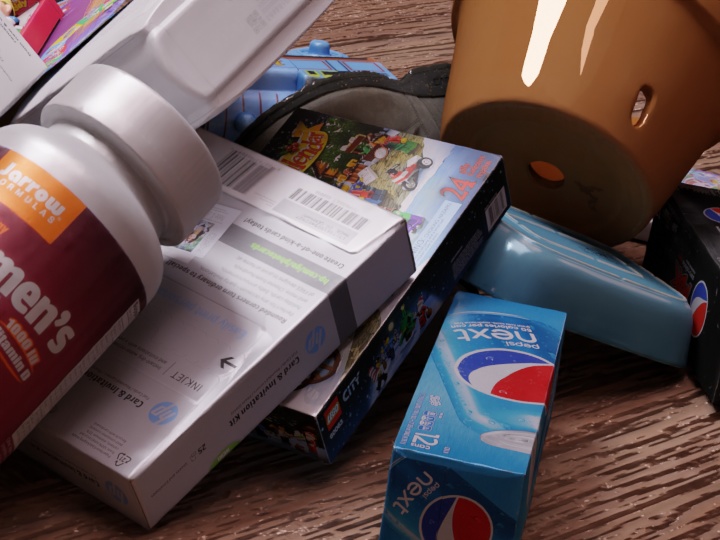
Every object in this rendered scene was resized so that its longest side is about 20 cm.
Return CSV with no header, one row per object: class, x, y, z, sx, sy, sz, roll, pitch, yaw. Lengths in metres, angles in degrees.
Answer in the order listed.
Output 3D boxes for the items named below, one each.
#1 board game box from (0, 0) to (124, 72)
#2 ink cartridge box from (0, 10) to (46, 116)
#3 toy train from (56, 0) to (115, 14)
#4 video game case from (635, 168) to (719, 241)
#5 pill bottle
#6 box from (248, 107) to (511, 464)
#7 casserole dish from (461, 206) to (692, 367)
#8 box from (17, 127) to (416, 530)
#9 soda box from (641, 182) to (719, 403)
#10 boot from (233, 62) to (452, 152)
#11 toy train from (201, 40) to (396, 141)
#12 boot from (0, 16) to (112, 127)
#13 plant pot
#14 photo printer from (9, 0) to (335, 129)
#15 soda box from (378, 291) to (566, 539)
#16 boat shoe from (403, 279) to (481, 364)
board game box,-0.218,-0.136,1.166,0.158,0.039,0.199,-47,21,-27
ink cartridge box,-0.254,-0.063,0.973,0.084,0.144,0.200,50,19,-11
toy train,-0.262,-0.154,1.426,0.114,0.087,0.199,27,28,27
video game case,0.173,-0.063,1.440,0.199,0.018,0.143,17,23,20
pill bottle,-0.160,0.004,0.912,0.109,0.110,0.200,24,63,36
box,-0.026,0.001,1.050,0.136,0.038,0.200,15,51,28
casserole dish,0.116,0.001,1.141,0.199,0.039,0.121,20,13,-40
box,-0.093,0.021,0.989,0.155,0.041,0.200,24,54,35
soda box,0.225,0.013,1.194,0.063,0.071,0.200,7,21,-7
boot,0.023,-0.056,1.239,0.199,0.068,0.131,-14,72,-42
toy train,-0.073,-0.113,1.351,0.198,0.087,0.114,1,16,-17
boot,-0.157,-0.112,1.230,0.199,0.066,0.176,-23,40,2
plant pot,0.134,-0.109,1.216,0.199,0.201,0.141,15,57,18
photo printer,-0.104,-0.120,1.094,0.200,0.070,0.167,-25,20,51
soda box,0.058,0.080,0.974,0.064,0.068,0.200,11,22,7
boat shoe,0.000,0.000,1.156,0.199,0.075,0.060,14,26,38
